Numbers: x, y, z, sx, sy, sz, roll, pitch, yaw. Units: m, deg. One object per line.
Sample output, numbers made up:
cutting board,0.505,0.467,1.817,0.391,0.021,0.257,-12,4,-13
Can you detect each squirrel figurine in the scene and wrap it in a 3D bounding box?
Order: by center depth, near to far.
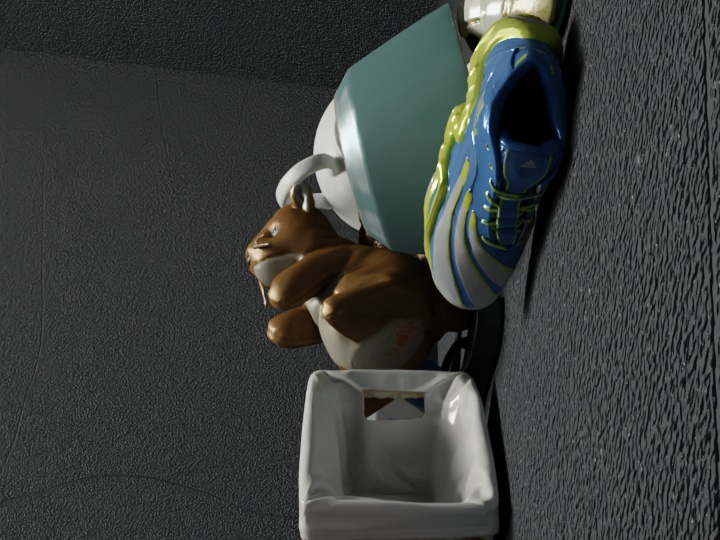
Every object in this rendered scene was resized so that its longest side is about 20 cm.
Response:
squirrel figurine,0.000,0.000,0.995,0.187,0.199,0.142,46,156,42

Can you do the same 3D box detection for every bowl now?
bowl,0.043,-0.093,0.873,0.201,0.104,0.203,-14,-90,-84

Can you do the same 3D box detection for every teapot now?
teapot,0.032,-0.135,1.194,0.146,0.196,0.202,62,-138,-71

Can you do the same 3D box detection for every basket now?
basket,0.024,0.170,0.828,0.200,0.134,0.124,-89,0,-70

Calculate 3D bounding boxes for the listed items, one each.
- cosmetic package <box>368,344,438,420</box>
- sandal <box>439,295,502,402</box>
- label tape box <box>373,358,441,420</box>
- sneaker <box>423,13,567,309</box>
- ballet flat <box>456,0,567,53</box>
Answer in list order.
cosmetic package,0.046,0.154,1.276,0.151,0.051,0.201,-67,-20,-44
sandal,0.083,0.090,0.958,0.076,0.042,0.201,-83,-1,-46
label tape box,0.054,0.151,1.093,0.144,0.063,0.202,-31,-51,-73
sneaker,0.083,-0.057,0.712,0.105,0.075,0.202,-84,1,-69
ballet flat,0.104,-0.185,0.821,0.200,0.070,0.071,-81,-2,-84
